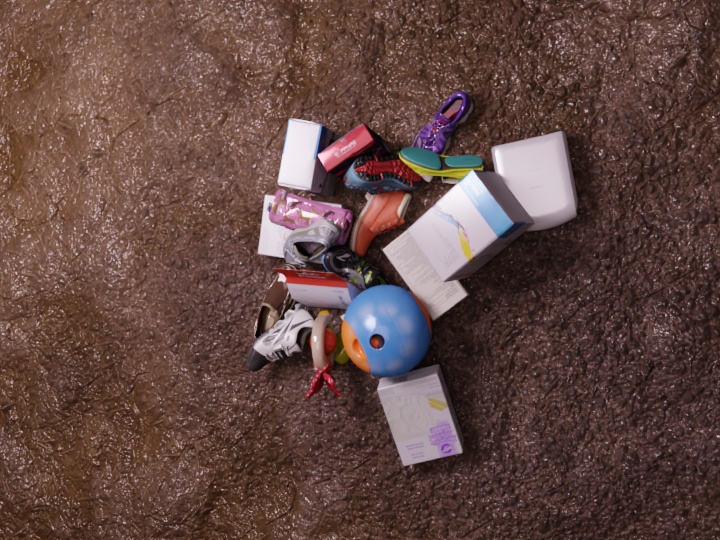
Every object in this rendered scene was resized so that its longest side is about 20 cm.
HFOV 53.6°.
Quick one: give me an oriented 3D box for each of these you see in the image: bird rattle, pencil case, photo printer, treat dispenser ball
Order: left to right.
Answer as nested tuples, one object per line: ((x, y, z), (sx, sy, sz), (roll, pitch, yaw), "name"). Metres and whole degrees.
((-0.113, -0.124, 1.644), (0.198, 0.087, 0.084), (18, 80, 12), "pencil case")
((-0.089, 0.188, 1.643), (0.111, 0.200, 0.165), (-1, 119, 20), "bird rattle")
((0.058, 0.133, 1.570), (0.199, 0.201, 0.203), (0, 91, 15), "treat dispenser ball")
((0.387, -0.190, 1.575), (0.165, 0.069, 0.202), (-10, 88, 15), "photo printer")

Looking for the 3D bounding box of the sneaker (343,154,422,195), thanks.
((0.047, -0.214, 1.610), (0.095, 0.198, 0.080), (-30, 64, 52), "sneaker")

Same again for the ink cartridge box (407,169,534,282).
((0.236, -0.094, 1.533), (0.200, 0.146, 0.147), (-42, 73, 26), "ink cartridge box")

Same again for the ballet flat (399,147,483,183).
((0.179, -0.229, 1.608), (0.198, 0.067, 0.067), (4, 137, -10), "ballet flat")

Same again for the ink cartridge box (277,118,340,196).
((-0.112, -0.255, 1.639), (0.085, 0.200, 0.148), (12, 95, 13), "ink cartridge box")

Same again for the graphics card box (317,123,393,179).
((-0.007, -0.260, 1.612), (0.125, 0.200, 0.051), (-33, 82, 12), "graphics card box")

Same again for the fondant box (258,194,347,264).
((-0.140, -0.098, 1.723), (0.198, 0.058, 0.146), (9, 93, 15), "fondant box")

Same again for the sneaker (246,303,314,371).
((-0.186, 0.178, 1.701), (0.200, 0.074, 0.088), (-47, 60, 1), "sneaker")

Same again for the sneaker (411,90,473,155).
((0.176, -0.325, 1.622), (0.080, 0.083, 0.201), (35, 102, 12), "sneaker")

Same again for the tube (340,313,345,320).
((0.039, 0.171, 1.686), (0.052, 0.058, 0.201), (-39, 81, 27), "tube")

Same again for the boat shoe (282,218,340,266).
((-0.120, -0.054, 1.610), (0.074, 0.065, 0.201), (42, 144, -21), "boat shoe")

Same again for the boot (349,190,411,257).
((0.044, -0.109, 1.669), (0.106, 0.075, 0.202), (25, 96, 8), "boot")

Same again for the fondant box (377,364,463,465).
((0.138, 0.330, 1.623), (0.143, 0.058, 0.202), (-16, 104, 13), "fondant box")

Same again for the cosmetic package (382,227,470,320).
((0.152, 0.004, 1.632), (0.103, 0.087, 0.201), (-36, 81, 11), "cosmetic package")

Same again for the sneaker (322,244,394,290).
((0.000, 0.000, 1.631), (0.199, 0.082, 0.071), (31, 79, -26), "sneaker")

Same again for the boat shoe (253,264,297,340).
((-0.205, 0.084, 1.734), (0.074, 0.075, 0.204), (20, 96, 13), "boat shoe")

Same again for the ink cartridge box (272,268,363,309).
((-0.093, 0.046, 1.630), (0.161, 0.200, 0.058), (4, 81, 23), "ink cartridge box")
